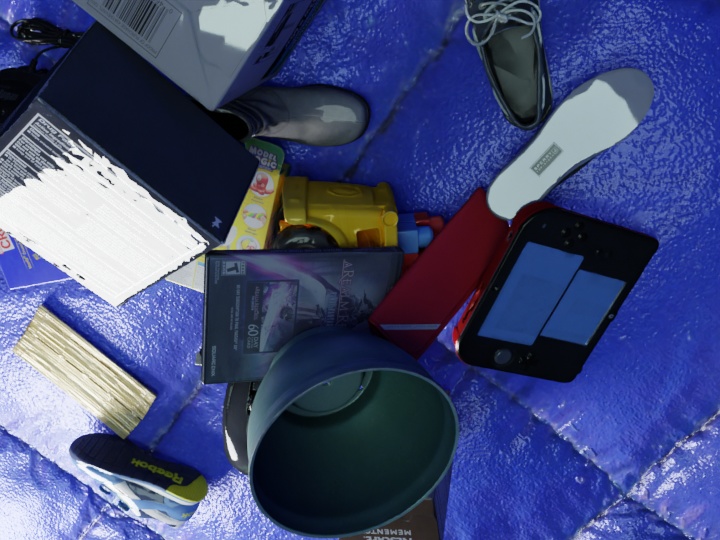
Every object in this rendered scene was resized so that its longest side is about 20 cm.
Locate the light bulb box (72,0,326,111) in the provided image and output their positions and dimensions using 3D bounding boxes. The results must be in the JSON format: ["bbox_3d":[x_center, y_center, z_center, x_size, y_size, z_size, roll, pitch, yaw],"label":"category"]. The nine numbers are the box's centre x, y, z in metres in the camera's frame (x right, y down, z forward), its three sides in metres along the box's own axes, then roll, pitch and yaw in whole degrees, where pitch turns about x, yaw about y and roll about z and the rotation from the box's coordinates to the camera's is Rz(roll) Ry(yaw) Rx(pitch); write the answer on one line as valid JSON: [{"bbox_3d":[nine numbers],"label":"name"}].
[{"bbox_3d":[-0.150,-0.277,0.730,0.198,0.200,0.125,39,115,-5],"label":"light bulb box"}]

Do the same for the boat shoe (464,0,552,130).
[{"bbox_3d":[0.142,-0.235,0.759,0.074,0.062,0.201,-9,109,17],"label":"boat shoe"}]

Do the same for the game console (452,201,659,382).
[{"bbox_3d":[0.207,0.030,0.833,0.176,0.031,0.201,15,117,-20],"label":"game console"}]

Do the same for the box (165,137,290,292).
[{"bbox_3d":[-0.154,-0.067,0.900,0.117,0.048,0.201,19,116,5],"label":"box"}]

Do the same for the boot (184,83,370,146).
[{"bbox_3d":[-0.096,-0.155,0.804,0.199,0.132,0.070,6,112,10],"label":"boot"}]

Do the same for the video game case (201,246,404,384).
[{"bbox_3d":[-0.059,0.045,0.785,0.199,0.019,0.144,-1,116,-18],"label":"video game case"}]

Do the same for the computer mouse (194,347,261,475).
[{"bbox_3d":[-0.142,0.190,0.996,0.138,0.053,0.201,4,112,10],"label":"computer mouse"}]

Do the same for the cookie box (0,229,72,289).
[{"bbox_3d":[-0.347,-0.082,0.919,0.199,0.075,0.172,-9,109,15],"label":"cookie box"}]

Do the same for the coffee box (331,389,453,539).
[{"bbox_3d":[0.043,0.223,0.886,0.114,0.200,0.080,-3,114,14],"label":"coffee box"}]

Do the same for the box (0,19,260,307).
[{"bbox_3d":[-0.241,-0.091,0.744,0.198,0.124,0.200,-23,127,40],"label":"box"}]

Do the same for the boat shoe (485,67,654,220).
[{"bbox_3d":[0.208,-0.130,0.790,0.200,0.057,0.069,-42,89,22],"label":"boat shoe"}]

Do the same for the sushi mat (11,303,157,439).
[{"bbox_3d":[-0.373,0.139,1.047,0.200,0.012,0.096,40,112,-6],"label":"sushi mat"}]

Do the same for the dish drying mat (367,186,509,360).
[{"bbox_3d":[0.090,0.006,0.813,0.200,0.018,0.077,-48,110,-20],"label":"dish drying mat"}]

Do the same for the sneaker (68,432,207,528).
[{"bbox_3d":[-0.313,0.293,1.064,0.199,0.074,0.083,26,117,2],"label":"sneaker"}]

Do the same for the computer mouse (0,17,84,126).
[{"bbox_3d":[-0.343,-0.181,0.851,0.139,0.046,0.201,10,68,8],"label":"computer mouse"}]

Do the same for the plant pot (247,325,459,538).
[{"bbox_3d":[-0.021,0.137,0.755,0.199,0.134,0.201,-9,122,-14],"label":"plant pot"}]

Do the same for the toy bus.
[{"bbox_3d":[0.000,0.000,0.859,0.191,0.136,0.201,-2,114,-4],"label":"toy bus"}]
